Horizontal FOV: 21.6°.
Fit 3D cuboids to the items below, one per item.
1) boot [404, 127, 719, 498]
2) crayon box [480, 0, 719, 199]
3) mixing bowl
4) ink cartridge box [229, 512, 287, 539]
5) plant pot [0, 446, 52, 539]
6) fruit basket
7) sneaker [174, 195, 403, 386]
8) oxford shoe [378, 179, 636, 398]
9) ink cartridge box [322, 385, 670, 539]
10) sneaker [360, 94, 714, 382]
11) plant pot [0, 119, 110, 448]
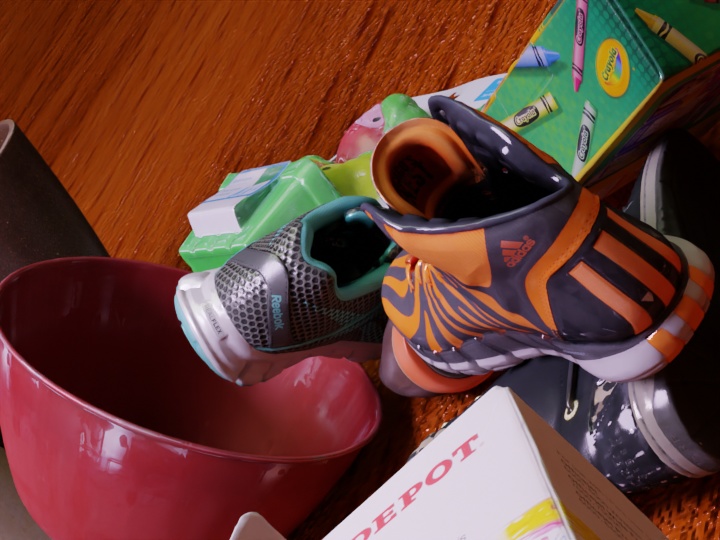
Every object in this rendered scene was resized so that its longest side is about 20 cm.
[{"bbox_3d":[0.091,0.036,0.786,0.153,0.073,0.204,-37,21,32],"label":"boot"},{"bbox_3d":[0.126,-0.090,0.819,0.118,0.058,0.200,-30,-10,-20],"label":"crayon box"},{"bbox_3d":[-0.098,0.085,0.941,0.200,0.199,0.109,-102,29,-66],"label":"mixing bowl"},{"bbox_3d":[-0.066,0.205,0.711,0.068,0.115,0.201,-21,31,47],"label":"ink cartridge box"},{"bbox_3d":[-0.256,0.160,1.073,0.200,0.183,0.201,-39,21,18],"label":"plant pot"},{"bbox_3d":[-0.010,-0.055,1.124,0.200,0.094,0.185,-48,18,-19],"label":"fruit basket"},{"bbox_3d":[0.000,0.000,0.941,0.091,0.078,0.200,-37,-9,33],"label":"sneaker"},{"bbox_3d":[0.071,-0.020,0.934,0.200,0.071,0.072,-48,6,-23],"label":"oxford shoe"},{"bbox_3d":[0.049,0.162,0.523,0.147,0.145,0.200,-41,21,11],"label":"ink cartridge box"},{"bbox_3d":[0.041,-0.018,0.720,0.078,0.112,0.200,-60,22,-16],"label":"sneaker"},{"bbox_3d":[-0.211,0.044,1.170,0.187,0.200,0.187,-39,19,16],"label":"plant pot"}]
